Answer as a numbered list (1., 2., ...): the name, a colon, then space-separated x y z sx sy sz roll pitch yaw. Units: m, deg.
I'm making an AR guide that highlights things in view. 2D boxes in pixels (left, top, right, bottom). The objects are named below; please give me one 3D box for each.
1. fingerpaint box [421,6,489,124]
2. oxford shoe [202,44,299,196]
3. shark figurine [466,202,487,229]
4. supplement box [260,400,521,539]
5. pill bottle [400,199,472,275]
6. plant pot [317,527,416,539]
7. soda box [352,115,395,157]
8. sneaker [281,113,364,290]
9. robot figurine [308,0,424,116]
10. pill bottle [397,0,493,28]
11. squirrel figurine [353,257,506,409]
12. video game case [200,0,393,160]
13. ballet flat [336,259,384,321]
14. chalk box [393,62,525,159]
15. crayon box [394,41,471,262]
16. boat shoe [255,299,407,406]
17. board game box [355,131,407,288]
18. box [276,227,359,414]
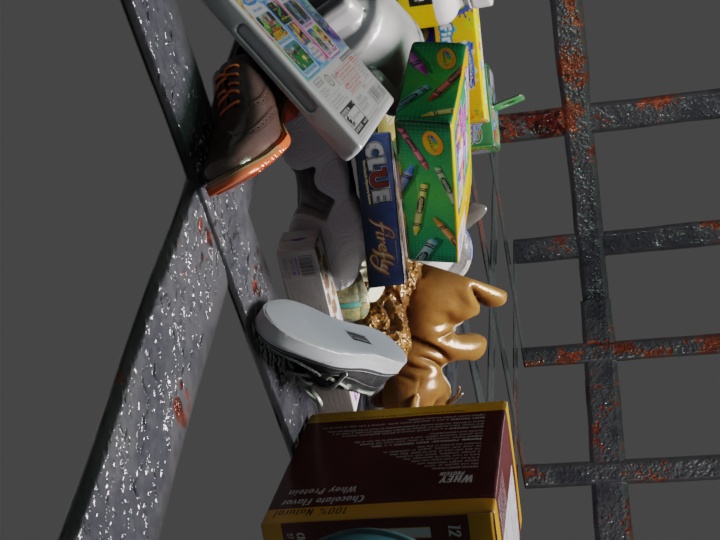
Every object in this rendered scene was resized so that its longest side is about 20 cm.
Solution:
1. fingerpaint box: 0.074 -0.284 1.473 0.073 0.165 0.202 -18 103 -77
2. oxford shoe: -0.097 -0.122 0.891 0.073 0.071 0.200 56 20 -22
3. shark figurine: 0.126 -0.019 1.872 0.089 0.128 0.216 -21 125 -52
4. supplement box: 0.037 0.226 1.018 0.200 0.196 0.134 -64 146 -68
5. pill bottle: 0.087 -0.037 1.550 0.200 0.113 0.115 24 61 -76
6. plant pot: -0.032 0.284 0.738 0.188 0.199 0.202 4 80 -62
7. soda box: 0.007 -0.185 1.347 0.200 0.067 0.065 -60 144 -69
8. sneaker: -0.030 -0.088 1.122 0.114 0.075 0.201 -69 152 -64
9. robot figurine: -0.003 -0.238 1.172 0.200 0.112 0.171 30 35 -60
10. pill bottle: 0.045 -0.326 1.275 0.112 0.198 0.113 -6 90 -77
11. squirrel figurine: 0.054 0.083 1.358 0.199 0.141 0.188 19 90 -39
12. video game case: -0.050 -0.189 0.972 0.182 0.024 0.200 47 20 -8
13. ballet flat: 0.000 0.000 1.248 0.200 0.070 0.071 -69 151 -64
14. chalk box: 0.146 -0.234 1.700 0.124 0.198 0.125 -6 91 -77
15. crayon box: 0.078 -0.118 1.166 0.201 0.058 0.119 81 17 -48
16. boat shoe: -0.036 0.079 1.034 0.074 0.068 0.199 46 15 28
17. board game box: 0.022 -0.054 1.093 0.200 0.034 0.137 -23 107 -87
18. box: -0.039 0.053 1.106 0.039 0.041 0.201 -76 157 -55
